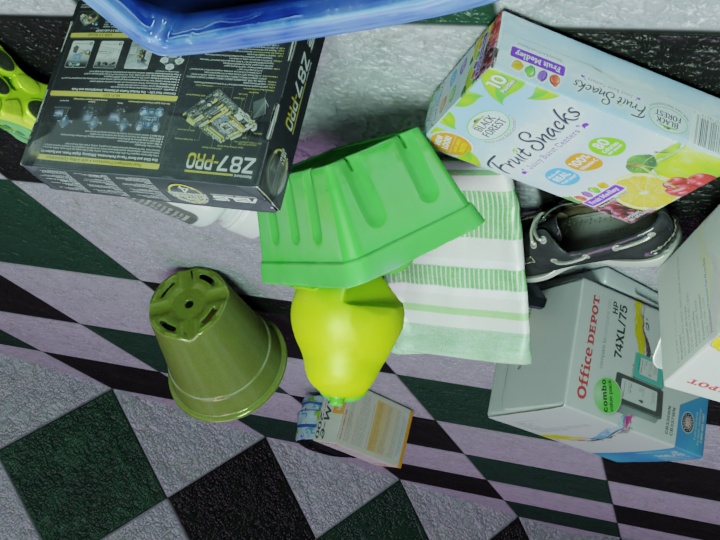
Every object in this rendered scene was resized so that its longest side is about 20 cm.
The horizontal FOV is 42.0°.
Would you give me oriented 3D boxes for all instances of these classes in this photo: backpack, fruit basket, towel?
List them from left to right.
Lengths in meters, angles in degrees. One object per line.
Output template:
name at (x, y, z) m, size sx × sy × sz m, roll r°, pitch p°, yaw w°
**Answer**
backpack at (-0.053, 0.346, 2.057) m, size 0.198 × 0.156 × 0.162 m, roll 1°, pitch 176°, yaw -41°
fruit basket at (0.000, 0.000, 0.794) m, size 0.154 × 0.217 × 0.215 m, roll -25°, pitch 177°, yaw -25°
towel at (0.083, -0.009, 0.894) m, size 0.151 × 0.202 × 0.023 m, roll 3°, pitch -159°, yaw 28°

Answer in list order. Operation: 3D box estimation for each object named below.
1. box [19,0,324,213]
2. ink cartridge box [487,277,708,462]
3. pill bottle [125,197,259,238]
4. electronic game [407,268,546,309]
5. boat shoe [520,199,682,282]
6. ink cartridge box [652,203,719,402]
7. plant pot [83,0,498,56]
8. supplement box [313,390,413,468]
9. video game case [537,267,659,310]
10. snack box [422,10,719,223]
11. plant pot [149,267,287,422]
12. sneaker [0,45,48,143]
box at (-0.135, -0.133, 0.689) m, size 0.198 × 0.163 × 0.049 m, roll 6°, pitch 160°, yaw 20°
ink cartridge box at (0.273, 0.119, 1.069) m, size 0.198 × 0.148 × 0.146 m, roll 21°, pitch 160°, yaw -22°
pill bottle at (-0.170, -0.108, 0.856) m, size 0.198 × 0.114 × 0.113 m, roll 23°, pitch 159°, yaw -24°
electronic game at (0.104, 0.007, 1.016) m, size 0.198 × 0.042 × 0.200 m, roll 16°, pitch -177°, yaw -1°
boat shoe at (0.194, -0.033, 0.875) m, size 0.198 × 0.075 × 0.060 m, roll -1°, pitch 156°, yaw 32°
ink cartridge box at (0.337, 0.024, 0.768) m, size 0.127 × 0.126 × 0.201 m, roll 17°, pitch 143°, yaw -9°
plant pot at (-0.050, -0.218, 0.354) m, size 0.198 × 0.182 × 0.200 m, roll 0°, pitch 157°, yaw 34°
supplement box at (0.008, 0.318, 1.925) m, size 0.073 × 0.127 × 0.199 m, roll -4°, pitch 154°, yaw 46°
video game case at (0.287, 0.054, 1.132) m, size 0.180 × 0.024 × 0.199 m, roll 24°, pitch 159°, yaw -26°
snack box at (0.163, -0.108, 0.713) m, size 0.198 × 0.054 × 0.142 m, roll 19°, pitch 160°, yaw -12°
plant pot at (-0.229, 0.096, 1.416) m, size 0.198 × 0.202 × 0.191 m, roll 7°, pitch 147°, yaw 18°
sneaker at (-0.336, -0.160, 0.889) m, size 0.083 × 0.075 × 0.199 m, roll -11°, pitch 150°, yaw 43°
